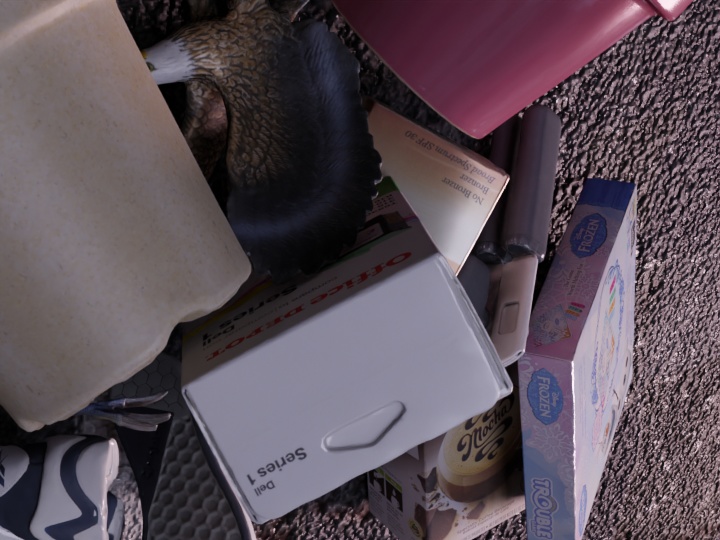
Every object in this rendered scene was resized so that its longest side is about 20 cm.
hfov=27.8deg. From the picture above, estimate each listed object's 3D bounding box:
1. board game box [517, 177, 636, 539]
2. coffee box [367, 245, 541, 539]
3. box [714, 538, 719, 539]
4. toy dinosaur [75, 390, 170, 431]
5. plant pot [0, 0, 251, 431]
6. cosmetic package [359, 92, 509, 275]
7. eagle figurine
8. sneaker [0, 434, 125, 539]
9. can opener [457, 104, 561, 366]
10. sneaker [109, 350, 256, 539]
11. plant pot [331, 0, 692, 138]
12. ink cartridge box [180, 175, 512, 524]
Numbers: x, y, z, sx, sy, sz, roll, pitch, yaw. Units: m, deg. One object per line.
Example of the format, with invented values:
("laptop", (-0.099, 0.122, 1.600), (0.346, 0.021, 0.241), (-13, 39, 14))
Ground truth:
("board game box", (0.163, 0.071, 1.078), (0.200, 0.043, 0.201), (-62, 153, -46))
("coffee box", (0.067, 0.097, 1.066), (0.112, 0.080, 0.201), (-24, 127, -28))
("box", (0.301, 0.393, 1.396), (0.199, 0.122, 0.194), (-10, 120, -36))
("toy dinosaur", (-0.203, 0.028, 0.831), (0.181, 0.198, 0.106), (-14, 110, -72))
("plant pot", (-0.155, -0.035, 0.679), (0.200, 0.200, 0.184), (-37, 97, -17))
("cosmetic package", (0.000, 0.000, 0.927), (0.103, 0.087, 0.201), (26, 98, -10))
("eagle figurine", (-0.073, -0.095, 0.793), (0.149, 0.152, 0.202), (-8, 94, -8))
("sneaker", (-0.204, 0.159, 0.834), (0.128, 0.080, 0.200), (6, 147, -3))
("can opener", (0.096, -0.026, 0.975), (0.066, 0.052, 0.201), (38, 55, -37))
("sneaker", (-0.084, 0.162, 0.908), (0.076, 0.204, 0.146), (-21, 151, 10))
("plant pot", (0.086, -0.186, 0.860), (0.179, 0.200, 0.199), (-46, 136, 14))
("ink cartridge box", (-0.016, 0.033, 0.783), (0.144, 0.200, 0.084), (-28, 105, 1))
